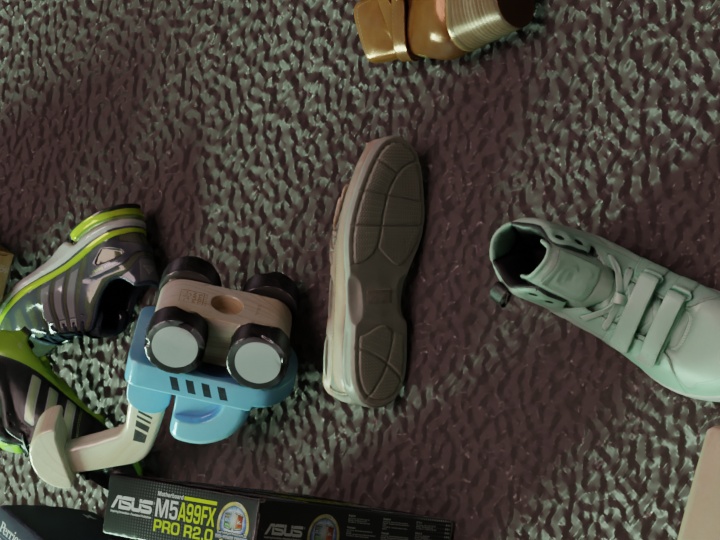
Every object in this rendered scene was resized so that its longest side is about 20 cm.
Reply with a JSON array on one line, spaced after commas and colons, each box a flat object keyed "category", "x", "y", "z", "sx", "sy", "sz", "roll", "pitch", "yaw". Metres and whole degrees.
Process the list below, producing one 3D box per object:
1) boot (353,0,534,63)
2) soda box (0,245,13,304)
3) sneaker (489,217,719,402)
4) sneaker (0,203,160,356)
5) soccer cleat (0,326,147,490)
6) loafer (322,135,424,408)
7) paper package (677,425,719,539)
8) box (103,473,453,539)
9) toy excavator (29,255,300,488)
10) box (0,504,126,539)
[{"category": "boot", "x": 0.056, "y": -0.255, "z": 1.686, "sx": 0.154, "sy": 0.073, "sz": 0.202, "roll": -10, "pitch": 72, "yaw": 46}, {"category": "soda box", "x": -0.360, "y": -0.004, "z": 1.986, "sx": 0.200, "sy": 0.064, "sz": 0.068, "roll": 22, "pitch": 97, "yaw": 67}, {"category": "sneaker", "x": 0.169, "y": 0.026, "z": 1.489, "sx": 0.200, "sy": 0.118, "sz": 0.074, "roll": 30, "pitch": 101, "yaw": 41}, {"category": "sneaker", "x": -0.242, "y": 0.032, "z": 1.915, "sx": 0.200, "sy": 0.074, "sz": 0.081, "roll": -45, "pitch": 58, "yaw": 30}, {"category": "soccer cleat", "x": -0.251, "y": 0.134, "z": 1.868, "sx": 0.081, "sy": 0.068, "sz": 0.200, "roll": -41, "pitch": 72, "yaw": -17}, {"category": "loafer", "x": 0.000, "y": 0.000, "z": 1.693, "sx": 0.063, "sy": 0.071, "sz": 0.202, "roll": 2, "pitch": 86, "yaw": 51}, {"category": "paper package", "x": 0.287, "y": 0.207, "z": 1.352, "sx": 0.199, "sy": 0.103, "sz": 0.192, "roll": 19, "pitch": 95, "yaw": 43}, {"category": "box", "x": -0.058, "y": 0.182, "z": 1.618, "sx": 0.159, "sy": 0.199, "sz": 0.045, "roll": 3, "pitch": 84, "yaw": 45}, {"category": "toy excavator", "x": -0.152, "y": 0.096, "z": 1.766, "sx": 0.100, "sy": 0.193, "sz": 0.201, "roll": -84, "pitch": 6, "yaw": -60}, {"category": "box", "x": -0.246, "y": 0.311, "z": 1.840, "sx": 0.148, "sy": 0.104, "sz": 0.201, "roll": 28, "pitch": 102, "yaw": 44}]
